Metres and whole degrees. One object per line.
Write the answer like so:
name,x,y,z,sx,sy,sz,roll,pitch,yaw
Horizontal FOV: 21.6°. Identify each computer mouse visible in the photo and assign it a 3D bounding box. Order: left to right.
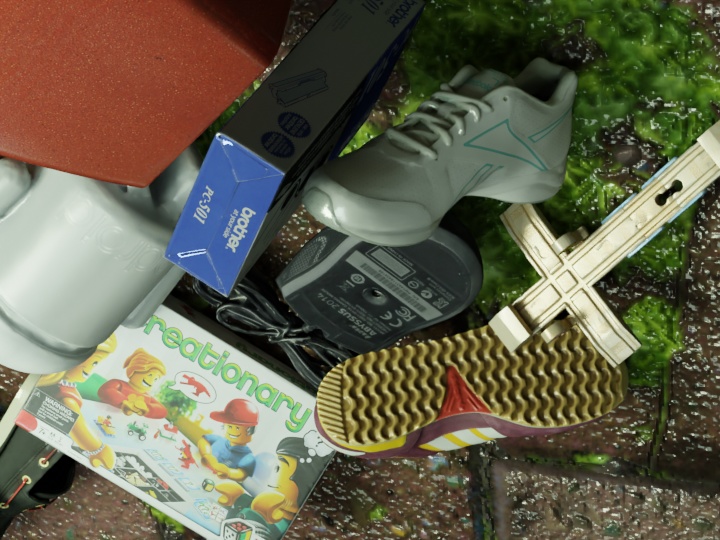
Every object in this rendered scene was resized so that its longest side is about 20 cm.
computer mouse,0.000,0.000,1.183,0.138,0.053,0.199,40,139,-23

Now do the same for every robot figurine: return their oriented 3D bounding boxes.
robot figurine,-0.181,-0.016,1.176,0.169,0.113,0.200,28,114,-39

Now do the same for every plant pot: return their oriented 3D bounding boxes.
plant pot,-0.140,-0.167,1.030,0.176,0.201,0.200,33,131,-22

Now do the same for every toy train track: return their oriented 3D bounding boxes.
toy train track,0.146,-0.017,1.100,0.200,0.032,0.115,-43,79,28

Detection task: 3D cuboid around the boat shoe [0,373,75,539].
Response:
boat shoe,-0.243,0.148,1.370,0.063,0.074,0.202,36,125,2

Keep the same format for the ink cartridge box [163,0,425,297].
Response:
ink cartridge box,-0.033,-0.080,1.034,0.044,0.200,0.094,31,131,3

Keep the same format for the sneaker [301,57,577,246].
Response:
sneaker,0.045,-0.071,1.035,0.070,0.199,0.081,36,128,31

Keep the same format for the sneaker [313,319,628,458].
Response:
sneaker,0.068,0.077,1.199,0.198,0.076,0.090,-4,167,-4

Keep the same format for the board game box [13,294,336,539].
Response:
board game box,-0.117,0.098,1.278,0.199,0.035,0.127,31,102,-4
